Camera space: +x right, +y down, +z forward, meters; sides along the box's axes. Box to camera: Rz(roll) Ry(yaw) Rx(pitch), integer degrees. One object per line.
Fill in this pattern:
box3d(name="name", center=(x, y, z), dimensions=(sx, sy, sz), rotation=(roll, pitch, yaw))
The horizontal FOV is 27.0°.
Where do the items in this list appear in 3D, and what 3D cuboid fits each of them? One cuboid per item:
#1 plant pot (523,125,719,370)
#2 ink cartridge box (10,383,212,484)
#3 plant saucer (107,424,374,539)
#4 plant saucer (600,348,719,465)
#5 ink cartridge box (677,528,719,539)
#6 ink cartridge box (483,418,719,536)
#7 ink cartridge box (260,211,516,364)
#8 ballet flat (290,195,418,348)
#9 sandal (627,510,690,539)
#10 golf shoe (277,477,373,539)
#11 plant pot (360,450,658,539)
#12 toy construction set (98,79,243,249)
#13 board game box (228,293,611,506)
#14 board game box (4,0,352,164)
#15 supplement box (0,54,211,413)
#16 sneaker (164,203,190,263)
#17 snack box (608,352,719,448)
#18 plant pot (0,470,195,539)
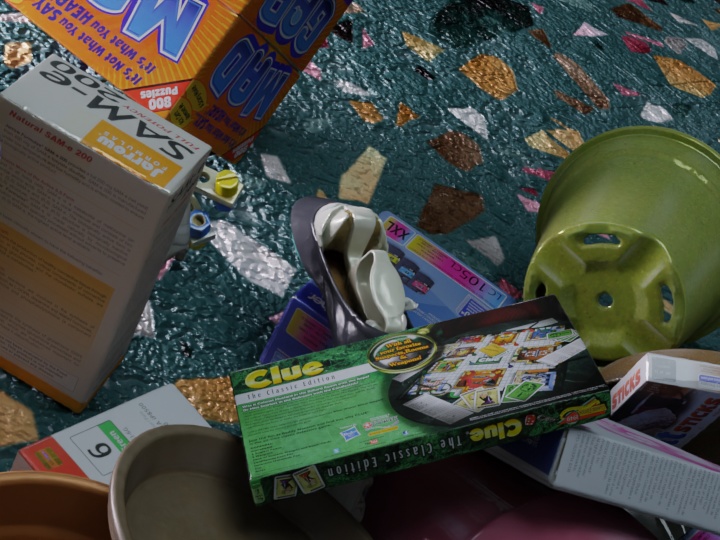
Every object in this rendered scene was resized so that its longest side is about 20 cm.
box3d(name="plant pot", center=(0.217, -0.001, 1.232), dimensions=(0.200, 0.201, 0.184), rotation=(35, 27, 9))
box3d(name="ink cartridge box", center=(-0.161, 0.151, 0.928), dimensions=(0.109, 0.051, 0.199), rotation=(44, 37, 20))
box3d(name="plant saucer", center=(-0.050, 0.161, 0.772), dimensions=(0.199, 0.030, 0.201), rotation=(35, 21, -16))
box3d(name="plant saucer", center=(0.253, 0.105, 1.149), dimensions=(0.198, 0.200, 0.036), rotation=(17, 61, -16))
box3d(name="ink cartridge box", center=(0.289, 0.269, 1.017), dimensions=(0.076, 0.137, 0.200), rotation=(-38, 64, -6))
box3d(name="ink cartridge box", center=(0.158, 0.116, 0.929), dimensions=(0.198, 0.044, 0.196), rotation=(18, 0, -22))
box3d(name="ink cartridge box", center=(0.018, 0.054, 1.145), dimensions=(0.136, 0.077, 0.200), rotation=(34, 37, 8))
box3d(name="ballet flat", center=(0.000, 0.000, 1.063), dimensions=(0.072, 0.073, 0.201), rotation=(9, 41, -26))
box3d(name="sandal", center=(0.163, 0.179, 1.116), dimensions=(0.199, 0.058, 0.081), rotation=(4, 58, -10))
box3d(name="golf shoe", center=(-0.015, 0.125, 0.899), dimensions=(0.199, 0.078, 0.098), rotation=(-35, 68, -4))
box3d(name="plant pot", center=(0.068, 0.195, 0.929), dimensions=(0.198, 0.202, 0.179), rotation=(-4, 31, -38))
box3d(name="toy construction set", center=(-0.198, -0.085, 1.164), dimensions=(0.131, 0.093, 0.200), rotation=(-34, 57, -26))
box3d(name="board game box", center=(0.029, 0.069, 0.834), dimensions=(0.198, 0.024, 0.105), rotation=(-13, 34, -4))
box3d(name="board game box", center=(-0.147, -0.240, 1.237), dimensions=(0.199, 0.201, 0.200), rotation=(37, 3, 12))
box3d(name="supplement box", center=(-0.194, -0.022, 0.991), dimensions=(0.125, 0.201, 0.074), rotation=(30, 34, 2))
box3d(name="sneaker", center=(-0.211, -0.038, 1.064), dimensions=(0.198, 0.093, 0.076), rotation=(-1, 9, 18))
box3d(name="snack box", center=(0.209, 0.112, 1.106), dimensions=(0.071, 0.200, 0.025), rotation=(9, 64, -8))
box3d(name="plant pot", center=(-0.168, 0.223, 0.754), dimensions=(0.198, 0.141, 0.201), rotation=(19, 35, -14))
